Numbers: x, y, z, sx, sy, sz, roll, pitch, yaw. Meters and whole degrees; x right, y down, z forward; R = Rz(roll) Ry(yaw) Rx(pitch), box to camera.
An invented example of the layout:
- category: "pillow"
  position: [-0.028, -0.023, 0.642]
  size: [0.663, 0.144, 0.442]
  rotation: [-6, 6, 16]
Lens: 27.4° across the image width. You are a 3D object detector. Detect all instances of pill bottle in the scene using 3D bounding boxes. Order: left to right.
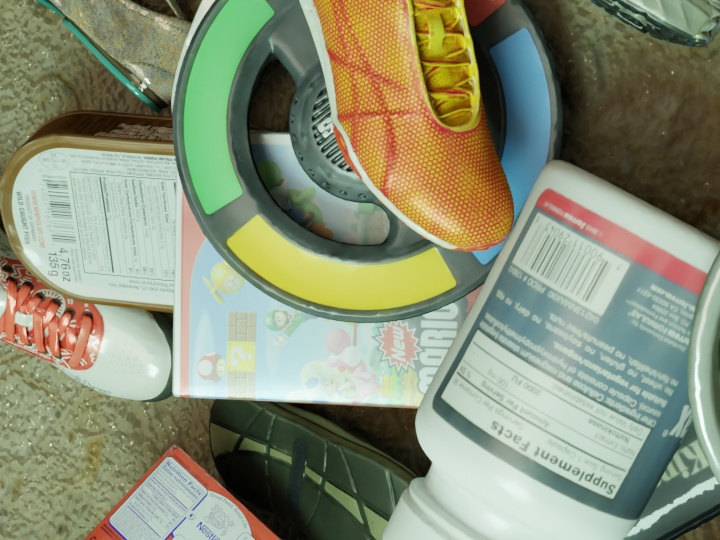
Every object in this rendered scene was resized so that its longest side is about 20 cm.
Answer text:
- category: "pill bottle"
  position: [0.095, 0.061, 0.701]
  size: [0.119, 0.119, 0.201]
  rotation: [31, 97, 24]

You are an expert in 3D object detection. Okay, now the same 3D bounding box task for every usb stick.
- category: "usb stick"
  position: [0.156, 0.103, 0.738]
  size: [0.200, 0.033, 0.056]
  rotation: [-37, 77, 27]

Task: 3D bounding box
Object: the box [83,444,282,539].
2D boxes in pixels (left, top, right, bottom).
- category: "box"
  position: [-0.059, 0.204, 0.815]
  size: [0.200, 0.096, 0.100]
  rotation: [38, 76, 21]

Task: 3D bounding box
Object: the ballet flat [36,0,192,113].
- category: "ballet flat"
  position: [-0.165, -0.175, 0.889]
  size: [0.200, 0.068, 0.067]
  rotation: [40, 93, 15]

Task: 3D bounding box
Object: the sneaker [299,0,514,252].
- category: "sneaker"
  position: [0.020, -0.103, 0.682]
  size: [0.077, 0.073, 0.201]
  rotation: [-31, 83, 58]

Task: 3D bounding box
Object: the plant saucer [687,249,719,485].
- category: "plant saucer"
  position: [0.235, 0.033, 0.649]
  size: [0.198, 0.050, 0.202]
  rotation: [-1, 101, -5]

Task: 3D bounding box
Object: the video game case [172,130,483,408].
- category: "video game case"
  position: [0.000, 0.000, 0.782]
  size: [0.198, 0.017, 0.144]
  rotation: [2, 96, 5]

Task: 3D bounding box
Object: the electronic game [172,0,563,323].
- category: "electronic game"
  position: [0.003, -0.074, 0.745]
  size: [0.198, 0.042, 0.202]
  rotation: [0, 89, 5]

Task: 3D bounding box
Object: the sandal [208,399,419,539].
- category: "sandal"
  position: [-0.008, 0.118, 0.825]
  size: [0.200, 0.057, 0.080]
  rotation: [32, 116, 39]

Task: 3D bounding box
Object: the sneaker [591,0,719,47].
- category: "sneaker"
  position: [0.099, -0.191, 0.714]
  size: [0.199, 0.077, 0.086]
  rotation: [31, 95, 0]

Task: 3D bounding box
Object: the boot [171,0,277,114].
- category: "boot"
  position: [-0.032, -0.145, 0.807]
  size: [0.090, 0.073, 0.201]
  rotation: [30, 122, 3]

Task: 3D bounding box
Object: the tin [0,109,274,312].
- category: "tin"
  position: [-0.113, -0.029, 0.843]
  size: [0.198, 0.042, 0.113]
  rotation: [5, 122, 15]

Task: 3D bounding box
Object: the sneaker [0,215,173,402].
- category: "sneaker"
  position: [-0.209, 0.027, 0.897]
  size: [0.201, 0.108, 0.068]
  rotation: [31, 109, 24]
